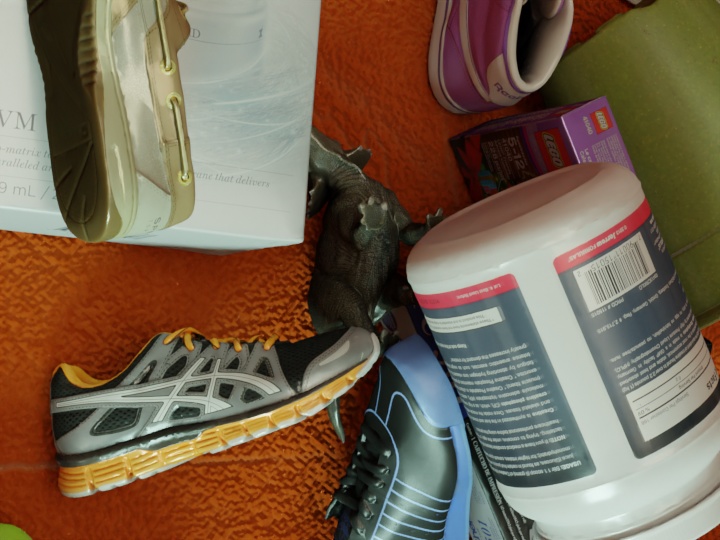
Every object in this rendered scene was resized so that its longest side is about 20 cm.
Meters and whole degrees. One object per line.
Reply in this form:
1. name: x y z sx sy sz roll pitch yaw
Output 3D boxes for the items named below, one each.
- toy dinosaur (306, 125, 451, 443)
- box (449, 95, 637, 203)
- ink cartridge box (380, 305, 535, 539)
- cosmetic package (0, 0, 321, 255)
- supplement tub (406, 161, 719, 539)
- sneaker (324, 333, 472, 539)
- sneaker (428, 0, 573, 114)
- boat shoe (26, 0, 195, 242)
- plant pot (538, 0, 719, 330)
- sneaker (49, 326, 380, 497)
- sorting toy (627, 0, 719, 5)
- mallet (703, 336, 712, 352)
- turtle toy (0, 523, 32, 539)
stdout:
1. toy dinosaur: 0.000 0.000 1.004 0.077 0.102 0.200 -8 98 -27
2. box: 0.138 -0.005 1.042 0.039 0.137 0.200 -27 100 -25
3. ink cartridge box: 0.090 0.087 1.067 0.094 0.044 0.200 -27 100 -26
4. cosmetic package: -0.136 -0.120 0.920 0.199 0.123 0.200 6 84 -26
5. supplement tub: 0.123 0.052 0.927 0.140 0.140 0.200 -28 100 -24
6. sneaker: 0.019 0.131 0.981 0.078 0.070 0.200 -19 126 -18
7. sneaker: 0.098 -0.203 1.043 0.073 0.114 0.201 0 87 -25
8. boat shoe: -0.121 -0.115 0.825 0.066 0.074 0.200 -4 92 -39
9. plant pot: 0.214 -0.084 1.073 0.200 0.200 0.190 -35 90 -23
10. sneaker: -0.086 0.065 0.936 0.200 0.078 0.077 -19 85 0
11. sorting toy: 0.264 -0.252 1.151 0.180 0.107 0.200 -4 90 -7
12. mallet: 0.272 0.096 1.163 0.200 0.041 0.066 22 98 -33
13. turtle toy: -0.176 0.231 0.898 0.146 0.101 0.200 -24 98 -25
